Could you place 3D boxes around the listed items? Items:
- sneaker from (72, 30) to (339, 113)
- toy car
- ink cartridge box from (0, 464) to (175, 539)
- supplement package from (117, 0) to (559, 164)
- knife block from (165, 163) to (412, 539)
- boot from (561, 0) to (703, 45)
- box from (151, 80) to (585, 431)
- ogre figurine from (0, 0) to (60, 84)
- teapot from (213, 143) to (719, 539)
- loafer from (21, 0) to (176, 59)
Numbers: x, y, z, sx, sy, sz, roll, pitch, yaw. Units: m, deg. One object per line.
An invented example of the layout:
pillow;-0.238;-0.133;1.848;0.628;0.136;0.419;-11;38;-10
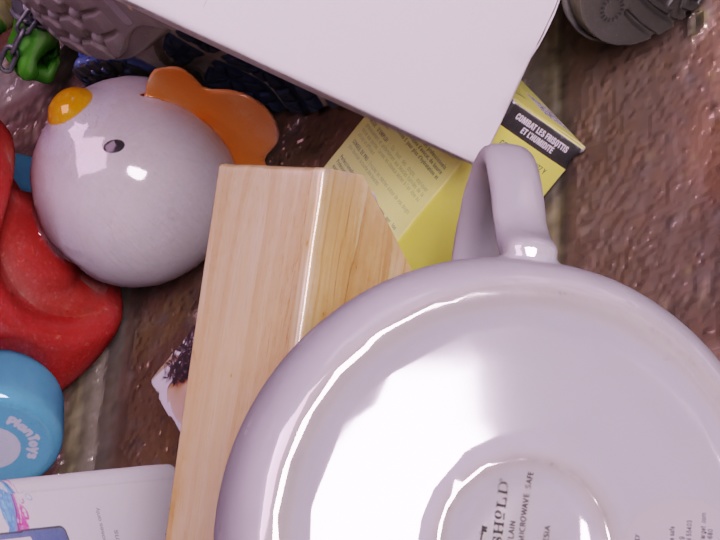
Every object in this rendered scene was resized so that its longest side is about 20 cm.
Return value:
sneaker;-0.059;-0.125;1.040;0.199;0.077;0.086;0;62;47
toy car;-0.134;-0.042;1.009;0.199;0.177;0.185;-29;35;16
ink cartridge box;-0.181;0.141;0.895;0.145;0.199;0.088;-22;75;36
supplement package;-0.032;-0.140;0.823;0.122;0.199;0.120;-64;30;4
knife block;-0.034;0.086;0.806;0.064;0.201;0.176;4;40;48
boot;0.081;-0.184;0.925;0.199;0.073;0.182;21;69;45
box;0.000;0.000;0.915;0.200;0.050;0.075;-51;39;10
ogre figurine;-0.182;-0.208;1.216;0.120;0.097;0.201;-58;19;32
teapot;0.039;0.089;0.740;0.200;0.198;0.146;-39;0;-11
loafer;-0.094;-0.139;0.981;0.070;0.070;0.199;-50;26;-22
